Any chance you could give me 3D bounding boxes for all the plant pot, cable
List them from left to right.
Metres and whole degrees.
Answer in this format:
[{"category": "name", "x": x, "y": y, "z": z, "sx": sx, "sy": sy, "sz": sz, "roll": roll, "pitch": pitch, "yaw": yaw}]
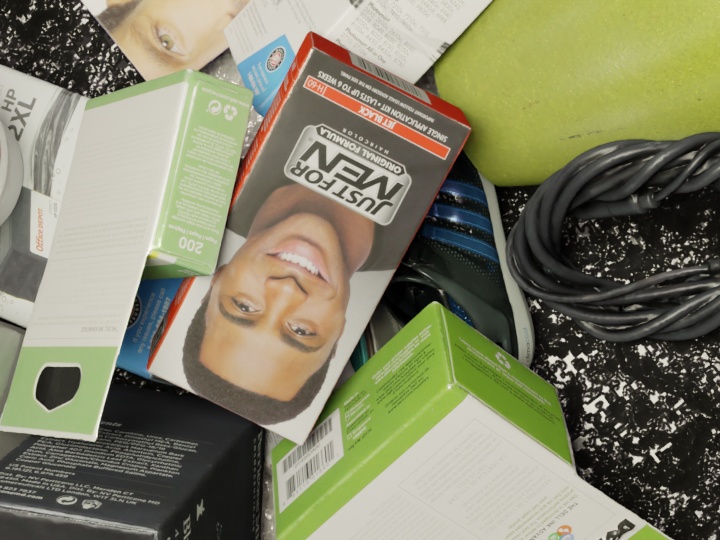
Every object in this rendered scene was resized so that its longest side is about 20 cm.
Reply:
[{"category": "plant pot", "x": 0.148, "y": -0.130, "z": 1.074, "sx": 0.199, "sy": 0.187, "sz": 0.189, "roll": -24, "pitch": 80, "yaw": 23}, {"category": "cable", "x": 0.175, "y": -0.018, "z": 1.061, "sx": 0.198, "sy": 0.164, "sz": 0.051, "roll": -5, "pitch": 58, "yaw": 17}]

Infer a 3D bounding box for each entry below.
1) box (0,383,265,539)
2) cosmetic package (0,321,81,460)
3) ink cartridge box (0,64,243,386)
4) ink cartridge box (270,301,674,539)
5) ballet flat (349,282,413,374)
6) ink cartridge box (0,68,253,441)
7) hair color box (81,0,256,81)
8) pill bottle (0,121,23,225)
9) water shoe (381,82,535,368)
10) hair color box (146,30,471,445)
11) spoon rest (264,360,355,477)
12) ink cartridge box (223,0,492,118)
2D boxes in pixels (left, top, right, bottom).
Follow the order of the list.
[{"category": "box", "x": -0.135, "y": 0.190, "z": 1.053, "sx": 0.116, "sy": 0.200, "sz": 0.199, "roll": 6, "pitch": 106, "yaw": 12}, {"category": "cosmetic package", "x": -0.246, "y": 0.063, "z": 1.111, "sx": 0.106, "sy": 0.200, "sz": 0.091, "roll": 16, "pitch": 88, "yaw": 16}, {"category": "ink cartridge box", "x": -0.179, "y": -0.033, "z": 1.167, "sx": 0.198, "sy": 0.084, "sz": 0.146, "roll": 21, "pitch": 89, "yaw": 13}, {"category": "ink cartridge box", "x": 0.068, "y": 0.134, "z": 1.081, "sx": 0.199, "sy": 0.076, "sz": 0.148, "roll": 35, "pitch": 116, "yaw": -27}, {"category": "ballet flat", "x": 0.000, "y": 0.000, "z": 1.142, "sx": 0.063, "sy": 0.067, "sz": 0.202, "roll": -17, "pitch": 83, "yaw": -21}, {"category": "ink cartridge box", "x": -0.131, "y": -0.003, "z": 1.034, "sx": 0.048, "sy": 0.145, "sz": 0.202, "roll": 17, "pitch": 79, "yaw": -29}, {"category": "hair color box", "x": -0.079, "y": -0.212, "z": 1.150, "sx": 0.199, "sy": 0.065, "sz": 0.110, "roll": -36, "pitch": 116, "yaw": 8}, {"category": "pill bottle", "x": -0.264, "y": -0.068, "z": 1.043, "sx": 0.111, "sy": 0.200, "sz": 0.114, "roll": -1, "pitch": 84, "yaw": 13}, {"category": "water shoe", "x": 0.041, "y": -0.019, "z": 1.105, "sx": 0.071, "sy": 0.079, "sz": 0.202, "roll": -25, "pitch": 88, "yaw": 40}, {"category": "hair color box", "x": -0.030, "y": -0.017, "z": 1.036, "sx": 0.101, "sy": 0.061, "sz": 0.201, "roll": 25, "pitch": 103, "yaw": -10}, {"category": "spoon rest", "x": -0.045, "y": 0.045, "z": 1.121, "sx": 0.099, "sy": 0.060, "sz": 0.202, "roll": -1, "pitch": 114, "yaw": 40}, {"category": "ink cartridge box", "x": 0.017, "y": -0.171, "z": 1.089, "sx": 0.068, "sy": 0.116, "sz": 0.200, "roll": 36, "pitch": 106, "yaw": -30}]
